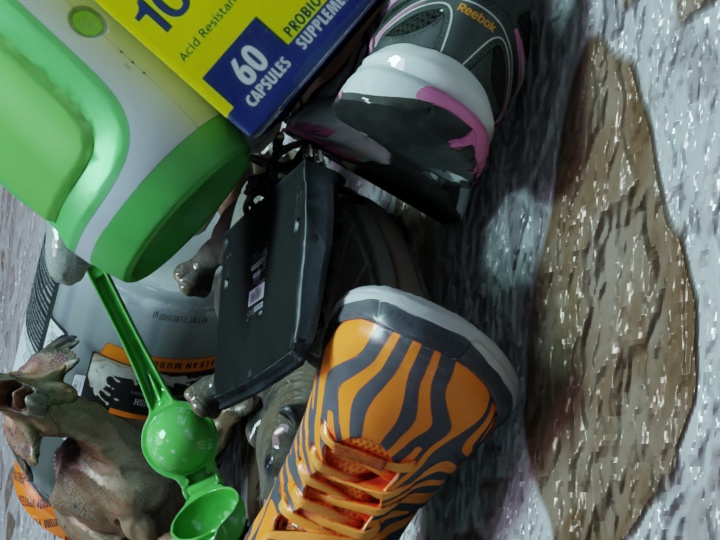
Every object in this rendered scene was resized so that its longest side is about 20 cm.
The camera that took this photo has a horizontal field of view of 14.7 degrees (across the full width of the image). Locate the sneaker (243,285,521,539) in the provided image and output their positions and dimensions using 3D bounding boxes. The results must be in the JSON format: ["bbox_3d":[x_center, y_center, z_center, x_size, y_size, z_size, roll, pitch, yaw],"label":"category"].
[{"bbox_3d":[-0.001,0.087,1.037,0.112,0.077,0.200,-62,-6,-24],"label":"sneaker"}]

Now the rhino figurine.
[{"bbox_3d":[-0.037,0.040,1.273,0.088,0.060,0.200,-52,32,31],"label":"rhino figurine"}]

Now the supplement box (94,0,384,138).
[{"bbox_3d":[-0.075,-0.160,1.084,0.109,0.200,0.110,-49,2,9],"label":"supplement box"}]

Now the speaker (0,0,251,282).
[{"bbox_3d":[-0.139,-0.088,1.097,0.088,0.200,0.088,-46,-7,-7],"label":"speaker"}]

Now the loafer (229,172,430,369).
[{"bbox_3d":[0.000,0.000,1.169,0.200,0.063,0.072,-144,68,-67],"label":"loafer"}]

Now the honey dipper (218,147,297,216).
[{"bbox_3d":[-0.118,-0.052,1.347,0.038,0.199,0.038,-172,90,-75],"label":"honey dipper"}]

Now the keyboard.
[{"bbox_3d":[-0.023,-0.002,1.096,0.200,0.039,0.105,151,124,-76],"label":"keyboard"}]

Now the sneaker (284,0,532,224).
[{"bbox_3d":[0.032,-0.075,1.084,0.087,0.080,0.200,-60,10,-8],"label":"sneaker"}]

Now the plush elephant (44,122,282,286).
[{"bbox_3d":[-0.123,-0.071,1.256,0.200,0.164,0.155,-90,9,-58],"label":"plush elephant"}]

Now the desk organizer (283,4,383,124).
[{"bbox_3d":[-0.044,-0.143,1.342,0.200,0.077,0.072,43,158,54],"label":"desk organizer"}]

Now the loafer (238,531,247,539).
[{"bbox_3d":[-0.048,0.154,1.266,0.200,0.063,0.072,-155,72,-74],"label":"loafer"}]

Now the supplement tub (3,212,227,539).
[{"bbox_3d":[-0.118,0.045,1.458,0.123,0.122,0.200,-101,22,-48],"label":"supplement tub"}]

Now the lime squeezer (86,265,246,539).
[{"bbox_3d":[-0.087,0.089,1.279,0.038,0.071,0.200,-36,53,21],"label":"lime squeezer"}]

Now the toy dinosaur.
[{"bbox_3d":[-0.127,0.104,1.379,0.200,0.135,0.086,96,-167,-47],"label":"toy dinosaur"}]
